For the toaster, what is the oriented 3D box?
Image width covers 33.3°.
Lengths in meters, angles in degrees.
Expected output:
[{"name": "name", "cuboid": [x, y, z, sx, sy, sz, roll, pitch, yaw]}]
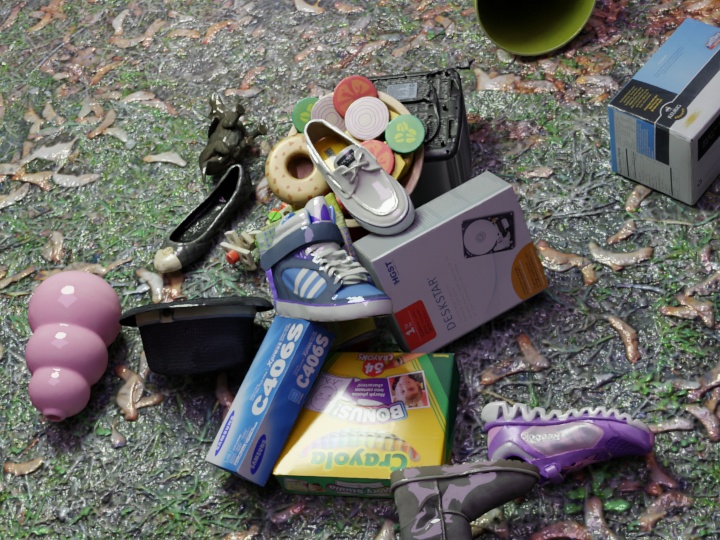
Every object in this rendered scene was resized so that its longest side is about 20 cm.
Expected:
[{"name": "toaster", "cuboid": [0.069, -0.188, 1.694, 0.200, 0.119, 0.181, -5, 52, 12]}]

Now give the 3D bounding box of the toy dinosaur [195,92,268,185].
[{"name": "toy dinosaur", "cuboid": [-0.202, -0.183, 1.789, 0.102, 0.077, 0.200, -31, 40, 41]}]

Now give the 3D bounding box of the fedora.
[{"name": "fedora", "cuboid": [-0.208, 0.088, 1.546, 0.200, 0.201, 0.092, -6, 84, 10]}]

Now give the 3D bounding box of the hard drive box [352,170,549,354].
[{"name": "hard drive box", "cuboid": [0.114, -0.006, 1.501, 0.200, 0.156, 0.077, -29, 26, -8]}]

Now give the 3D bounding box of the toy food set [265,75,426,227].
[{"name": "toy food set", "cuboid": [-0.014, -0.155, 1.591, 0.200, 0.049, 0.198, 27, 85, 17]}]

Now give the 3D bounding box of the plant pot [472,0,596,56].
[{"name": "plant pot", "cuboid": [0.244, -0.455, 1.844, 0.187, 0.187, 0.200, -17, 35, 1]}]

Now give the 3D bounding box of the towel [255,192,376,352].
[{"name": "towel", "cuboid": [-0.059, 0.016, 1.537, 0.144, 0.023, 0.200, -23, 74, 32]}]

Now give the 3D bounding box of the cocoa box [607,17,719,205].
[{"name": "cocoa box", "cuboid": [0.439, -0.214, 1.605, 0.131, 0.133, 0.200, 29, 64, 33]}]

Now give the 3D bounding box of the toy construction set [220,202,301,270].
[{"name": "toy construction set", "cuboid": [-0.104, -0.080, 1.662, 0.131, 0.092, 0.200, 32, 71, 30]}]

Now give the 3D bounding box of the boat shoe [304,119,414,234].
[{"name": "boat shoe", "cuboid": [-0.008, -0.122, 1.491, 0.071, 0.070, 0.200, -37, 54, -3]}]

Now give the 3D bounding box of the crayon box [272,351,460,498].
[{"name": "crayon box", "cuboid": [0.011, 0.184, 1.447, 0.200, 0.058, 0.173, -1, 52, 15]}]

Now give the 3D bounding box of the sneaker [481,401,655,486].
[{"name": "sneaker", "cuboid": [0.231, 0.204, 1.366, 0.200, 0.081, 0.089, 0, 58, 21]}]

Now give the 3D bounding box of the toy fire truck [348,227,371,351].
[{"name": "toy fire truck", "cuboid": [0.000, 0.000, 1.606, 0.141, 0.049, 0.200, -28, 49, -6]}]

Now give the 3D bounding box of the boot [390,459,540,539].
[{"name": "boot", "cuboid": [0.116, 0.310, 1.290, 0.182, 0.073, 0.200, -7, 62, 2]}]

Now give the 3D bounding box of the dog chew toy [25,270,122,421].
[{"name": "dog chew toy", "cuboid": [-0.386, 0.102, 1.587, 0.124, 0.125, 0.200, -2, 60, 13]}]

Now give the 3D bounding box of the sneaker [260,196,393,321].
[{"name": "sneaker", "cuboid": [-0.040, -0.016, 1.447, 0.081, 0.147, 0.200, -3, 3, -38]}]

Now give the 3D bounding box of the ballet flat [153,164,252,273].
[{"name": "ballet flat", "cuboid": [-0.230, -0.075, 1.723, 0.066, 0.057, 0.200, 23, 61, 29]}]

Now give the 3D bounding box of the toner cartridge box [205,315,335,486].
[{"name": "toner cartridge box", "cuboid": [-0.109, 0.154, 1.453, 0.095, 0.043, 0.200, 1, 62, 60]}]
